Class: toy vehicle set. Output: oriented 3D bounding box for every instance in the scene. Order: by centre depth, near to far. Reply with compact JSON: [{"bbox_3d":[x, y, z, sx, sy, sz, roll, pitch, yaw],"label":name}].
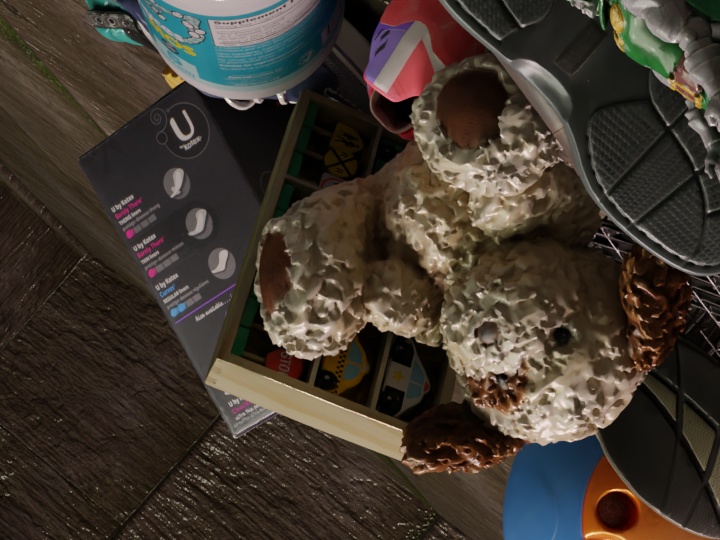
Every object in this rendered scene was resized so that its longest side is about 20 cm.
[{"bbox_3d":[0.000,0.000,1.044,0.124,0.200,0.027,21,140,-8],"label":"toy vehicle set"}]

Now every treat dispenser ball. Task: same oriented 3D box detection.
[{"bbox_3d":[0.188,0.155,1.186,0.201,0.201,0.201,39,171,7],"label":"treat dispenser ball"}]

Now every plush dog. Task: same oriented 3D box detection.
[{"bbox_3d":[0.072,0.007,0.958,0.160,0.200,0.172,-6,-118,-57],"label":"plush dog"}]

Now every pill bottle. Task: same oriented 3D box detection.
[{"bbox_3d":[-0.065,-0.166,0.966,0.111,0.111,0.200,38,170,10],"label":"pill bottle"}]

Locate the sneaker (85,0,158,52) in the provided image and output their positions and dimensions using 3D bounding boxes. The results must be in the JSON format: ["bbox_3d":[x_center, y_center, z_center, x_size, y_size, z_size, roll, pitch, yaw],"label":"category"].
[{"bbox_3d":[-0.132,-0.184,1.224,0.121,0.084,0.200,29,176,21],"label":"sneaker"}]

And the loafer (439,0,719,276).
[{"bbox_3d":[0.105,-0.085,0.850,0.200,0.072,0.063,49,-173,-10],"label":"loafer"}]

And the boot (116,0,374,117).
[{"bbox_3d":[-0.046,-0.121,1.125,0.200,0.090,0.073,45,-175,-13],"label":"boot"}]

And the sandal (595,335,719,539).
[{"bbox_3d":[0.144,0.060,1.026,0.201,0.080,0.057,44,-171,28],"label":"sandal"}]

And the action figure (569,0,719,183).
[{"bbox_3d":[0.154,-0.066,0.754,0.200,0.055,0.118,41,175,19],"label":"action figure"}]

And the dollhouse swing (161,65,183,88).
[{"bbox_3d":[-0.087,-0.045,1.499,0.175,0.182,0.200,22,-179,-28],"label":"dollhouse swing"}]

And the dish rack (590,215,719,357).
[{"bbox_3d":[0.208,0.034,1.005,0.200,0.055,0.153,48,167,-30],"label":"dish rack"}]

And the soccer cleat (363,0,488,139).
[{"bbox_3d":[0.033,-0.097,1.014,0.068,0.073,0.200,37,172,9],"label":"soccer cleat"}]

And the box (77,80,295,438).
[{"bbox_3d":[-0.062,-0.018,1.198,0.200,0.106,0.122,60,-151,3],"label":"box"}]
